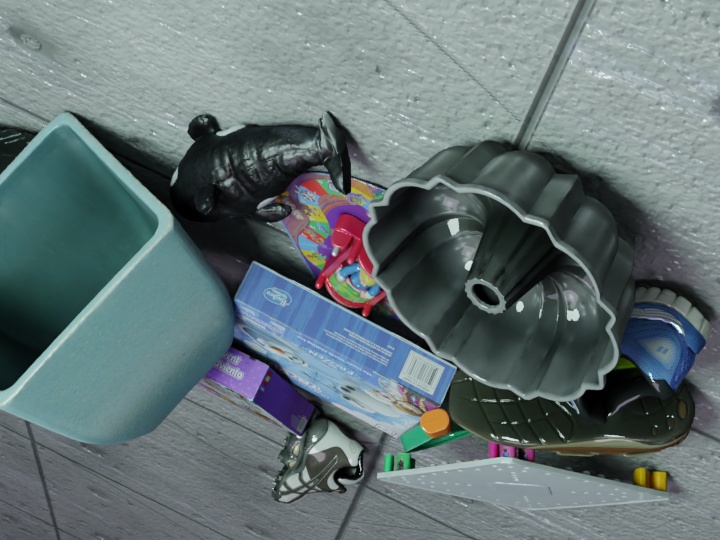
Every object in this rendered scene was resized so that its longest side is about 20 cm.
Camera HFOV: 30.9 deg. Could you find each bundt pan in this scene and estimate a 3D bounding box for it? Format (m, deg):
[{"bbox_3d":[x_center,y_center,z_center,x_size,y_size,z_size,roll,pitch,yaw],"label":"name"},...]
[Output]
[{"bbox_3d":[0.103,-0.008,0.896,0.200,0.076,0.203,27,147,19],"label":"bundt pan"}]

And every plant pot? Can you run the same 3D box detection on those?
[{"bbox_3d":[-0.219,0.030,1.104,0.195,0.197,0.200,40,175,39],"label":"plant pot"}]

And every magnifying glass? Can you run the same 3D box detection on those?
[{"bbox_3d":[0.072,0.143,1.175,0.079,0.023,0.200,-18,167,2],"label":"magnifying glass"}]

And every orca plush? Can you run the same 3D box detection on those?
[{"bbox_3d":[-0.090,-0.059,0.993,0.198,0.071,0.106,4,135,38],"label":"orca plush"}]

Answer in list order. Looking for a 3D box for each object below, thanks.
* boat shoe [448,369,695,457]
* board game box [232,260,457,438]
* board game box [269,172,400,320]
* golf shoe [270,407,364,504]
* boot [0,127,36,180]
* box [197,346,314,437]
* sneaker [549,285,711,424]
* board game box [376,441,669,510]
[{"bbox_3d":[0.171,0.121,1.063,0.197,0.077,0.074,5,157,17],"label":"boat shoe"},{"bbox_3d":[-0.027,0.078,1.188,0.198,0.044,0.199,28,164,-1],"label":"board game box"},{"bbox_3d":[0.000,0.000,1.062,0.156,0.039,0.201,10,148,30],"label":"board game box"},{"bbox_3d":[-0.045,0.227,1.457,0.093,0.078,0.201,24,154,5],"label":"golf shoe"},{"bbox_3d":[-0.331,-0.070,1.212,0.196,0.074,0.163,14,153,23],"label":"boot"},{"bbox_3d":[-0.131,0.105,1.296,0.135,0.039,0.200,24,169,16],"label":"box"},{"bbox_3d":[0.160,0.063,0.975,0.199,0.090,0.079,-4,140,49],"label":"sneaker"},{"bbox_3d":[0.148,0.190,1.202,0.198,0.026,0.199,17,160,-30],"label":"board game box"}]
